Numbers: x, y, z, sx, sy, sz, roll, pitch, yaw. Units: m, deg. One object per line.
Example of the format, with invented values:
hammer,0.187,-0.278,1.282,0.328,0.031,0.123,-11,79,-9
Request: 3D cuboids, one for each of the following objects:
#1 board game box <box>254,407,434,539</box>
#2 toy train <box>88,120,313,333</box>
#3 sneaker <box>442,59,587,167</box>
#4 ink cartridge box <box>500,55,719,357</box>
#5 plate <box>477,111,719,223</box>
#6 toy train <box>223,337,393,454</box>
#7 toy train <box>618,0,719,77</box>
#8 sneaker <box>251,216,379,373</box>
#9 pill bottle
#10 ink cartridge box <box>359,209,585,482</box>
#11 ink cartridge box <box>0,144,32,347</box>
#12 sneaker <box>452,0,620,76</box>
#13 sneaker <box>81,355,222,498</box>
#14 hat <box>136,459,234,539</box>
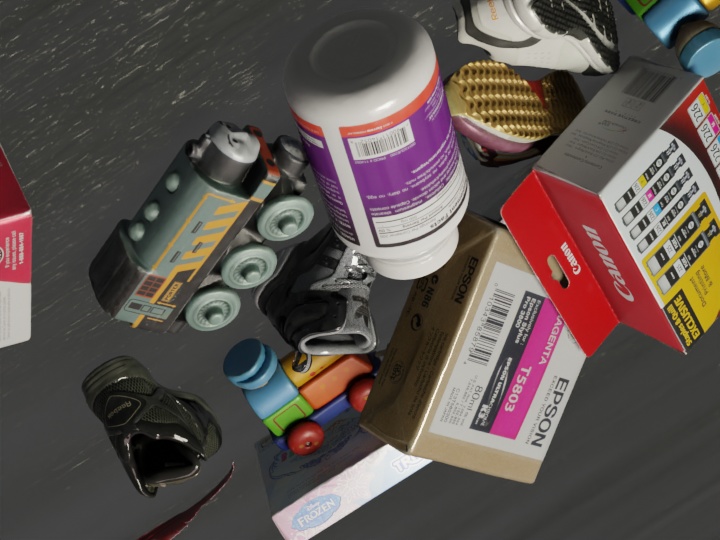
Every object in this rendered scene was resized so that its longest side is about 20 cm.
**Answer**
board game box,-0.001,0.161,1.546,0.199,0.044,0.199,-32,-166,0
toy train,-0.121,-0.030,1.245,0.113,0.086,0.200,14,128,-39
sneaker,0.108,-0.116,1.311,0.090,0.076,0.199,-31,163,33
ink cartridge box,0.228,-0.035,1.310,0.176,0.084,0.200,-47,129,-13
plate,0.197,-0.087,1.442,0.198,0.033,0.200,-22,172,-18
toy train,-0.021,0.069,1.481,0.199,0.085,0.116,-35,134,5
toy train,0.299,-0.250,1.263,0.200,0.116,0.084,-40,150,15
sneaker,0.000,0.000,1.355,0.200,0.114,0.075,-42,140,20
pill bottle,0.018,-0.088,1.210,0.112,0.113,0.201,-27,137,-8
ink cartridge box,0.110,0.065,1.370,0.164,0.075,0.202,17,96,-41
ink cartridge box,-0.328,0.003,1.095,0.199,0.084,0.146,-16,147,-24
sneaker,0.141,-0.193,1.270,0.079,0.074,0.199,-15,165,31
sneaker,-0.169,0.158,1.445,0.076,0.115,0.200,-31,152,4
hat,-0.237,0.294,1.682,0.198,0.177,0.166,8,150,7
